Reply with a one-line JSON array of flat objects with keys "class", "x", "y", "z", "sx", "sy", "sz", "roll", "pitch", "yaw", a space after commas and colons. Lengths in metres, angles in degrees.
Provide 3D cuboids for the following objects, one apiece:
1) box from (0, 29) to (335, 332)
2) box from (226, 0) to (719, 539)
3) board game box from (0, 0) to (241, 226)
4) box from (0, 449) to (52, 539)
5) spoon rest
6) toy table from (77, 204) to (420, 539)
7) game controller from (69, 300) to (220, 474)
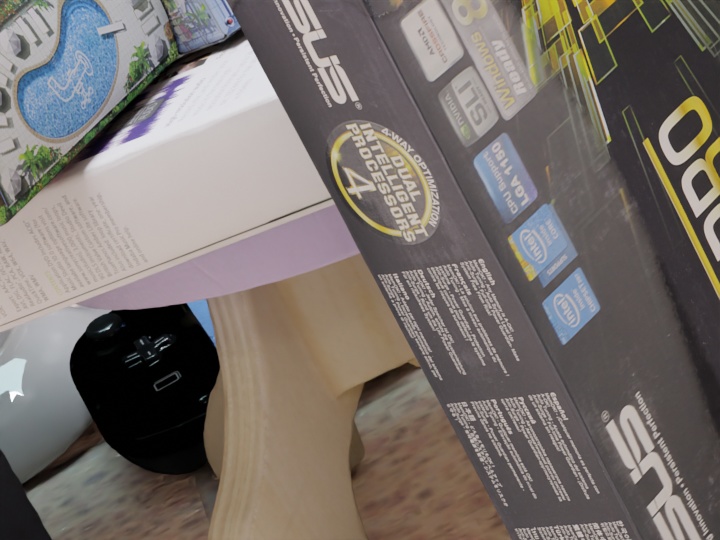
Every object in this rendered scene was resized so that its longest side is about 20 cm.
[{"class": "box", "x": -0.062, "y": -0.035, "z": 0.806, "sx": 0.200, "sy": 0.036, "sz": 0.144, "roll": -19, "pitch": 19, "yaw": 25}, {"class": "box", "x": 0.066, "y": -0.033, "z": 0.725, "sx": 0.049, "sy": 0.200, "sz": 0.161, "roll": -9, "pitch": 25, "yaw": 48}, {"class": "board game box", "x": -0.097, "y": -0.070, "z": 0.795, "sx": 0.200, "sy": 0.062, "sz": 0.200, "roll": -19, "pitch": 20, "yaw": 34}, {"class": "box", "x": -0.233, "y": 0.108, "z": 0.886, "sx": 0.200, "sy": 0.118, "sz": 0.197, "roll": -15, "pitch": 22, "yaw": 36}, {"class": "spoon rest", "x": -0.115, "y": 0.021, "z": 1.085, "sx": 0.099, "sy": 0.061, "sz": 0.200, "roll": -18, "pitch": 33, "yaw": 30}, {"class": "toy table", "x": 0.001, "y": 0.009, "z": 0.835, "sx": 0.184, "sy": 0.117, "sz": 0.200, "roll": -37, "pitch": 20, "yaw": -25}, {"class": "game controller", "x": 0.000, "y": 0.000, "z": 0.981, "sx": 0.200, "sy": 0.042, "sz": 0.104, "roll": -29, "pitch": 18, "yaw": -6}]
